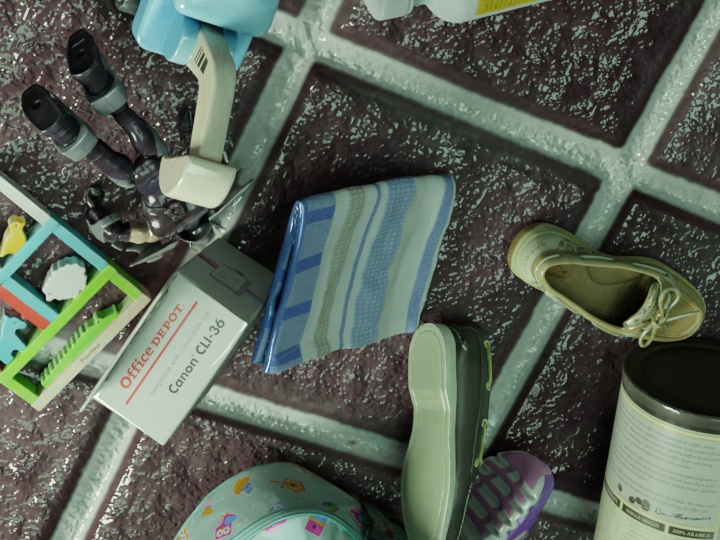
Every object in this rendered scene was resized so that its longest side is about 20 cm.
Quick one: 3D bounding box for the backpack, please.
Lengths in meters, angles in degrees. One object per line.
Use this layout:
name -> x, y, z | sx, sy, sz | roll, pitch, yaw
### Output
backpack -> -0.054, 0.264, 1.422 | 0.176, 0.153, 0.200 | -45, 118, 11

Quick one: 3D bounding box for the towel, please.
towel -> 0.000, 0.000, 1.323 | 0.200, 0.024, 0.147 | -13, 124, -52

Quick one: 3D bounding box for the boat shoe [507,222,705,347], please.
boat shoe -> 0.215, 0.022, 1.438 | 0.200, 0.063, 0.073 | 18, 108, -25

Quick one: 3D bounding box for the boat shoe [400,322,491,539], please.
boat shoe -> 0.077, 0.144, 1.425 | 0.060, 0.072, 0.202 | 0, 96, -34

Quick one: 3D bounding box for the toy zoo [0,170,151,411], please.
toy zoo -> -0.276, 0.006, 1.299 | 0.131, 0.020, 0.200 | -45, 119, 7

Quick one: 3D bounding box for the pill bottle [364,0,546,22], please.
pill bottle -> 0.099, -0.245, 1.242 | 0.200, 0.112, 0.112 | -15, 119, -11

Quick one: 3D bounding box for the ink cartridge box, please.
ink cartridge box -> -0.129, 0.054, 1.262 | 0.067, 0.200, 0.117 | 35, 103, 0

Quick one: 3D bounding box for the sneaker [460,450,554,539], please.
sneaker -> 0.114, 0.247, 1.514 | 0.088, 0.081, 0.200 | 22, 112, -33

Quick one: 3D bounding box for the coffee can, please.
coffee can -> 0.287, 0.180, 1.491 | 0.146, 0.146, 0.200 | -2, 116, -17

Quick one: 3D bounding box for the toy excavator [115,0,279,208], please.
toy excavator -> -0.105, -0.163, 1.167 | 0.100, 0.200, 0.195 | 16, 109, -23

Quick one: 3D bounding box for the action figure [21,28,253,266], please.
action figure -> -0.163, -0.082, 1.267 | 0.130, 0.069, 0.200 | -42, 131, -3
